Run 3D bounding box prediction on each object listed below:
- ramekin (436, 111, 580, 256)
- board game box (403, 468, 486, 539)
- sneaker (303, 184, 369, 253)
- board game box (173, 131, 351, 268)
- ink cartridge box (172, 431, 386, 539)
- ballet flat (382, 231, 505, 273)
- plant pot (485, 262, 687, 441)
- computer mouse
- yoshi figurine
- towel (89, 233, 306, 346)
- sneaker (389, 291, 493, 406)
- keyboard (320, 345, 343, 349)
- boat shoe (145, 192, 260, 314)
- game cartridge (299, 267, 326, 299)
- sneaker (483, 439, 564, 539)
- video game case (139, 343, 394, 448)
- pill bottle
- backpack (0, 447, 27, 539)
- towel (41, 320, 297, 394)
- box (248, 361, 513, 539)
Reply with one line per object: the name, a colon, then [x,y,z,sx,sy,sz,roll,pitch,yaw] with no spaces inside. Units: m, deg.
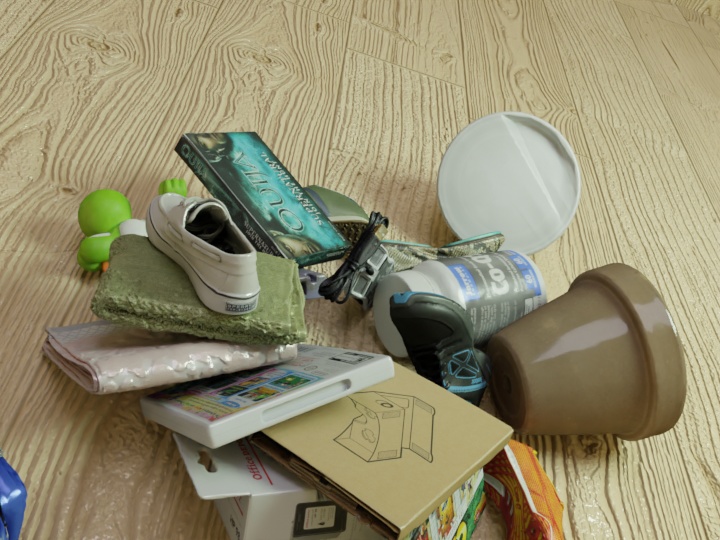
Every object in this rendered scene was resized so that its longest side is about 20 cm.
ramekin: [0.205,-0.115,1.239,0.199,0.206,0.094,25,-2,5]
board game box: [0.071,0.235,0.797,0.023,0.107,0.200,6,29,26]
sneaker: [-0.080,-0.075,1.145,0.196,0.068,0.090,9,30,-18]
board game box: [-0.112,-0.085,1.028,0.201,0.028,0.134,49,29,16]
ink cartridge box: [-0.064,0.192,0.779,0.196,0.068,0.116,2,18,-25]
ballet flat: [0.099,-0.006,1.143,0.195,0.068,0.077,-5,82,-15]
plant pot: [0.240,0.106,0.997,0.171,0.203,0.202,-11,45,-14]
computer mouse: [0.000,0.000,1.008,0.043,0.111,0.200,29,-7,11]
yoshi figurine: [-0.240,-0.062,1.013,0.197,0.115,0.111,-18,35,-38]
towel: [-0.148,0.019,0.835,0.195,0.037,0.149,9,26,-10]
sneaker: [0.087,0.095,0.924,0.072,0.200,0.083,-4,53,34]
keyboard: [-0.016,0.122,0.897,0.124,0.021,0.200,8,15,12]
boat shoe: [-0.149,-0.036,0.823,0.070,0.067,0.200,-3,30,-29]
game cartridge: [-0.151,0.018,0.960,0.196,0.039,0.129,-6,8,-35]
sneaker: [0.177,0.249,0.863,0.076,0.073,0.202,17,38,-23]
video game case: [-0.092,0.109,0.810,0.179,0.024,0.199,-18,8,-29]
pill bottle: [0.119,0.041,1.054,0.196,0.115,0.114,-8,45,-35]
backpack: [-0.316,0.187,0.603,0.166,0.165,0.200,-15,48,-44]
towel: [-0.189,0.070,0.846,0.196,0.033,0.189,-8,13,-34]
box: [0.023,0.146,0.778,0.161,0.022,0.199,27,29,27]
